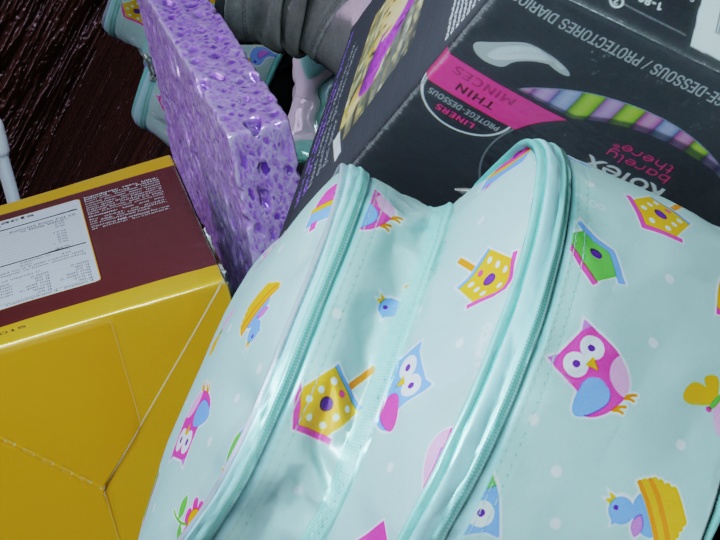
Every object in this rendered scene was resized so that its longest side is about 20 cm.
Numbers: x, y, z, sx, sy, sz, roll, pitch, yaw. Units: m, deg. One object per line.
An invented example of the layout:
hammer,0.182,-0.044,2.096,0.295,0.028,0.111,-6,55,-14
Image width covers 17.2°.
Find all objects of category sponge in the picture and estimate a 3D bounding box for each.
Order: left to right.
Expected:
sponge,-0.061,-0.055,1.066,0.200,0.030,0.112,-123,20,-58

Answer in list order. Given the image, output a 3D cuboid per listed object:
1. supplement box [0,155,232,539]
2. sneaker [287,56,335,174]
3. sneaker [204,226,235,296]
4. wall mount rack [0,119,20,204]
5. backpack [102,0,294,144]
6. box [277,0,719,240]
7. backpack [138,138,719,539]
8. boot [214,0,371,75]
supplement box,-0.106,0.083,0.998,0.200,0.132,0.199,-122,16,-70
sneaker,0.001,-0.081,1.267,0.140,0.077,0.201,-40,-35,-74
sneaker,-0.086,0.046,1.305,0.080,0.078,0.201,66,-145,-52
wall mount rack,-0.163,0.032,1.162,0.075,0.174,0.200,-40,9,40
backpack,-0.062,-0.155,1.406,0.176,0.153,0.201,-51,-16,-43
box,0.071,-0.061,0.775,0.200,0.122,0.107,-47,21,58
backpack,0.026,0.054,0.702,0.200,0.153,0.177,-36,27,54
boot,0.018,-0.177,1.074,0.201,0.131,0.070,-60,-26,-2
